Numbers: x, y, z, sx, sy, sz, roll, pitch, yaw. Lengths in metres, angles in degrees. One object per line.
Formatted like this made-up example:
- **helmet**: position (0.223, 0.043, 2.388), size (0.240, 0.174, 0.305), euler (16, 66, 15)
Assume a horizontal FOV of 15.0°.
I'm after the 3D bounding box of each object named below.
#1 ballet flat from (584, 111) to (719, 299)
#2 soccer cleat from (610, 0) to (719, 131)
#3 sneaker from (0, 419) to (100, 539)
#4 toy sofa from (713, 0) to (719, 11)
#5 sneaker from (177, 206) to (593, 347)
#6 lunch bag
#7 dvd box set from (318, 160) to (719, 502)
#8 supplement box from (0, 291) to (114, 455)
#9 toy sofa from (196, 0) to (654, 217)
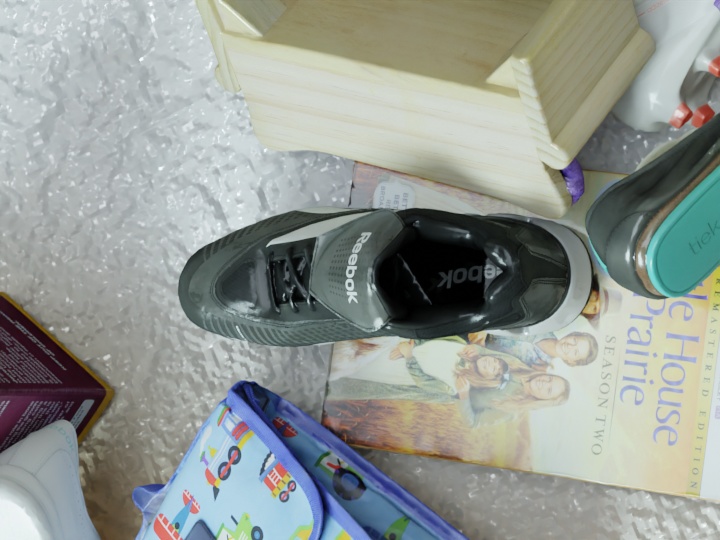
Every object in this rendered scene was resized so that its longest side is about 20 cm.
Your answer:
- **ballet flat**: position (0.179, -0.063, 1.218), size (0.200, 0.068, 0.068), euler (-33, 33, -17)
- **soccer cleat**: position (0.170, -0.155, 1.243), size (0.077, 0.069, 0.200), euler (40, 103, 20)
- **sneaker**: position (-0.156, 0.164, 1.328), size (0.075, 0.089, 0.201), euler (18, 125, 12)
- **toy sofa**: position (0.256, -0.117, 1.160), size (0.199, 0.083, 0.098), euler (-20, 82, -11)
- **sneaker**: position (0.000, 0.000, 1.247), size (0.199, 0.090, 0.067), euler (-1, 86, 20)
- **lunch bag**: position (-0.033, 0.160, 1.286), size (0.200, 0.094, 0.151), euler (40, 113, 28)
- **dvd box set**: position (0.085, 0.023, 1.280), size (0.199, 0.029, 0.147), euler (8, 90, 20)
- **supplement box**: position (-0.214, 0.073, 1.290), size (0.086, 0.200, 0.111), euler (39, 100, 16)
- **toy sofa**: position (0.030, -0.103, 1.255), size (0.199, 0.098, 0.083), euler (15, 52, 35)
